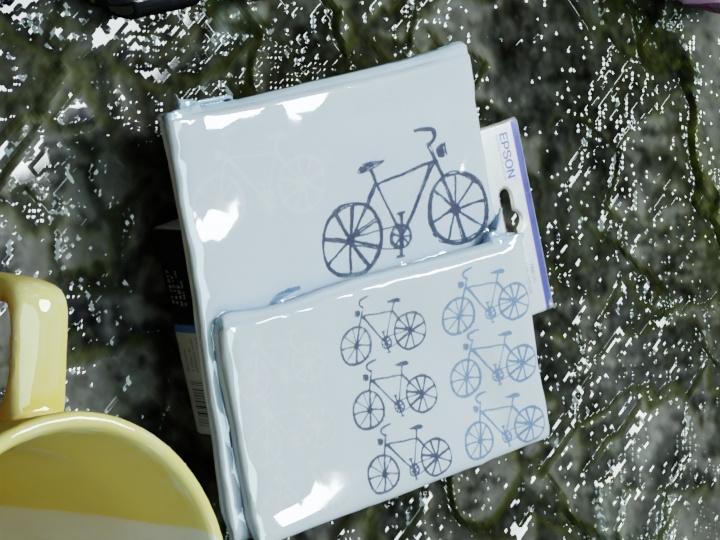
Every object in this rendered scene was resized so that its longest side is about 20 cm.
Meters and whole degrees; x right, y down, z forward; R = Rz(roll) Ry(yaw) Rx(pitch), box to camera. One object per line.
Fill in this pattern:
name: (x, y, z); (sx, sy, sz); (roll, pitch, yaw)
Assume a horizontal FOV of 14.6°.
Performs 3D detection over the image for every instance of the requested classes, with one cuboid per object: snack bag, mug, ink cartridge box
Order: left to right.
mug: (-0.146, 0.112, 1.107); (0.149, 0.153, 0.187); (40, 66, -32)
ink cartridge box: (0.000, 0.000, 1.303); (0.200, 0.039, 0.100); (-19, 102, -37)
snack bag: (0.002, 0.005, 1.267); (0.188, 0.021, 0.201); (-16, 101, -38)

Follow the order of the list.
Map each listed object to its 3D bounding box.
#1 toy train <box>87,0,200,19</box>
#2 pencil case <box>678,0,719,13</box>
toy train: (-0.042, -0.144, 1.269); (0.200, 0.034, 0.046); (-16, 104, -38)
pencil case: (0.193, -0.229, 1.432); (0.087, 0.087, 0.201); (7, 87, -40)
